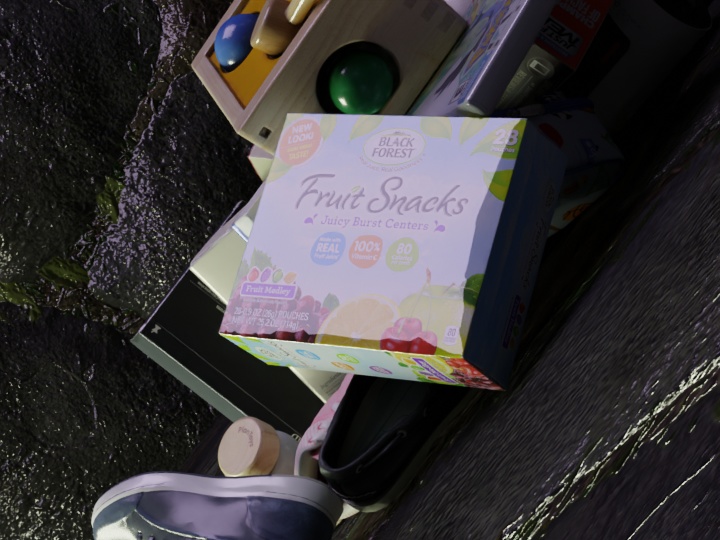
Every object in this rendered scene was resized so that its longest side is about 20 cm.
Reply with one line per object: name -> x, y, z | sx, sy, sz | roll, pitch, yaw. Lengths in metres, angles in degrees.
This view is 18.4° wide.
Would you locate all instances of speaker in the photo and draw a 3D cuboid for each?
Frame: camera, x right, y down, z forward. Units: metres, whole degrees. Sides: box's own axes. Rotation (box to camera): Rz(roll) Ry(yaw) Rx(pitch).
speaker -> 0.187, -0.149, 1.758 | 0.200, 0.081, 0.081 | -50, 5, 31

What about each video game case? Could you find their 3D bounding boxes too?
video game case -> 0.099, -0.178, 1.548 | 0.200, 0.022, 0.182 | -60, 11, -13

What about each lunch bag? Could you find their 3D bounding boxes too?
lunch bag -> 0.086, -0.053, 1.608 | 0.160, 0.076, 0.200 | -13, -21, -41

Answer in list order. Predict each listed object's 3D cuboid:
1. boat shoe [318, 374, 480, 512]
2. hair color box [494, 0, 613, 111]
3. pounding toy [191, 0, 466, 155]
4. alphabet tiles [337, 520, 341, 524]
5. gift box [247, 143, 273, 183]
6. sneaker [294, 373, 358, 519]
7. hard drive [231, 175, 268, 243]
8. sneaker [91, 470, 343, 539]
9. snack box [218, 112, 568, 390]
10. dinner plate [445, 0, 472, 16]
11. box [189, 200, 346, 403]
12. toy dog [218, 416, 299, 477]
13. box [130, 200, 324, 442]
boat shoe -> 0.033, 0.067, 1.515 | 0.200, 0.074, 0.066 | -54, -40, -1
hair color box -> 0.148, -0.202, 1.677 | 0.111, 0.064, 0.200 | -48, 10, 52
pounding toy -> -0.028, -0.178, 1.609 | 0.184, 0.142, 0.200 | -54, 27, 10
alphabet tiles -> -0.018, 0.174, 1.794 | 0.167, 0.008, 0.200 | -49, 6, 43
gift box -> 0.041, -0.115, 1.892 | 0.200, 0.186, 0.185 | -67, -32, -23
sneaker -> 0.017, 0.097, 1.584 | 0.200, 0.075, 0.105 | -57, 0, 23
hard drive -> 0.000, 0.000, 1.702 | 0.025, 0.200, 0.132 | -38, 12, 35
sneaker -> -0.121, 0.216, 1.543 | 0.202, 0.077, 0.146 | -7, 49, 32
snack box -> 0.021, -0.016, 1.478 | 0.200, 0.068, 0.169 | 6, 71, 35
dinner plate -> 0.017, -0.185, 1.726 | 0.200, 0.024, 0.200 | -28, 46, 34
box -> -0.032, 0.033, 1.740 | 0.082, 0.200, 0.068 | -39, 8, 27
toy dog -> -0.099, 0.196, 1.710 | 0.200, 0.132, 0.096 | -49, 33, -14
box -> -0.067, 0.062, 1.836 | 0.141, 0.200, 0.079 | -53, 4, -16
